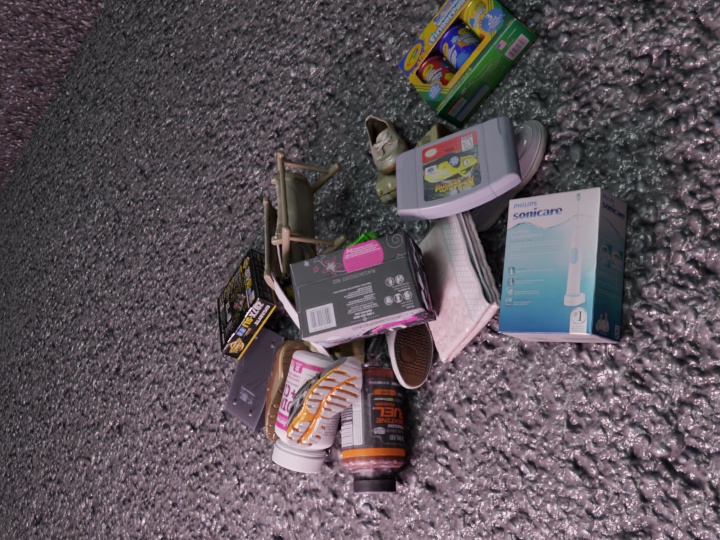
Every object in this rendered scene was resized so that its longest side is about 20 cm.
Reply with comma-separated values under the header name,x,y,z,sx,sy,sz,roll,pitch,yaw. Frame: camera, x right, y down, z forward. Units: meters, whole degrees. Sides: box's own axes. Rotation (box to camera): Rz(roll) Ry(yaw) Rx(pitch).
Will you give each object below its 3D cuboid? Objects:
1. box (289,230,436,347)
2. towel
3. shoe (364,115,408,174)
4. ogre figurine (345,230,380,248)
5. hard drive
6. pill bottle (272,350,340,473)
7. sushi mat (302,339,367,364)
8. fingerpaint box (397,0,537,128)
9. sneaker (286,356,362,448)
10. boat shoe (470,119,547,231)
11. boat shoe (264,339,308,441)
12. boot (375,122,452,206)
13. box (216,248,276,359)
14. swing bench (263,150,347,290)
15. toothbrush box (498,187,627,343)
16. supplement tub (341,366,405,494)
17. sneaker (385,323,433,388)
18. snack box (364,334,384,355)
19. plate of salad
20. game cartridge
name,x,y,z,sx,sy,sz,roll,pitch,yaw
box,0.006,0.037,1.107,0.199,0.115,0.133,-16,73,15
towel,0.143,0.017,1.098,0.191,0.032,0.201,120,143,-53
shoe,0.040,-0.235,1.265,0.070,0.053,0.200,-44,25,18
ogre figurine,0.000,0.000,1.249,0.098,0.200,0.120,42,109,-3
hard drive,-0.213,0.221,1.453,0.134,0.042,0.201,18,90,47
pill bottle,-0.092,0.257,1.262,0.113,0.113,0.201,11,86,47
sushi mat,-0.051,0.115,1.304,0.199,0.012,0.096,5,96,51
fingerpaint box,0.179,-0.383,1.205,0.200,0.073,0.167,-48,48,25
sneaker,-0.067,0.204,1.135,0.200,0.078,0.077,-51,31,26
boat shoe,0.218,-0.153,1.093,0.201,0.071,0.070,-58,45,17
boat shoe,-0.150,0.236,1.370,0.067,0.072,0.202,7,86,65
boot,0.096,-0.147,1.203,0.155,0.073,0.201,-31,42,37
box,-0.252,0.070,1.501,0.160,0.049,0.200,-52,30,19
swing bench,-0.122,-0.083,1.329,0.200,0.129,0.200,122,149,-46
toothbrush box,0.283,-0.003,0.969,0.146,0.085,0.202,-5,75,46
supplement tub,0.021,0.267,1.148,0.107,0.107,0.201,-20,65,41
sneaker,0.076,0.104,1.182,0.085,0.072,0.201,124,142,-69
snack box,-0.026,0.086,1.311,0.200,0.024,0.072,29,100,47
plate of salad,-0.092,0.077,1.232,0.048,0.200,0.200,-36,49,-1
game cartridge,0.146,-0.151,1.067,0.199,0.041,0.134,-17,58,25
